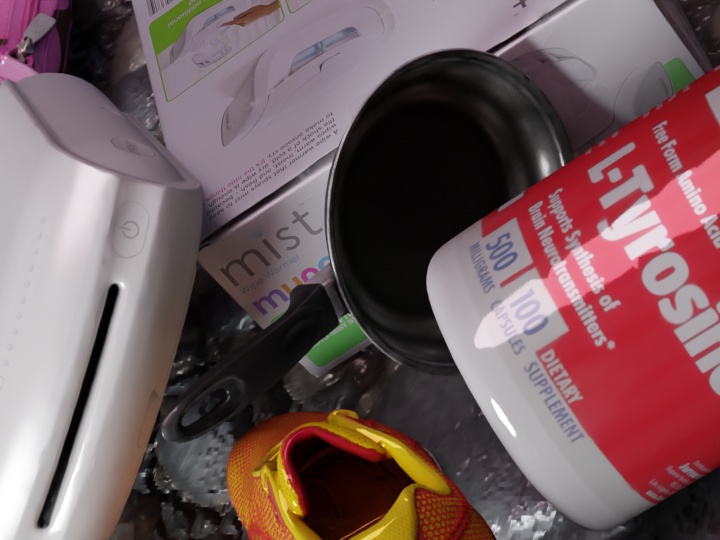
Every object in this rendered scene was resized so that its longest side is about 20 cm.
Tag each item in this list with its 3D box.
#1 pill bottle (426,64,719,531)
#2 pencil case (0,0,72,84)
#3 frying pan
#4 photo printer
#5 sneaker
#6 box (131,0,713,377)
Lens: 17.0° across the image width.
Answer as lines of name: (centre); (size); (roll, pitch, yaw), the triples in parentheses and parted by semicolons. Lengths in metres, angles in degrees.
pill bottle: (0.131, -0.010, 0.790); (0.200, 0.112, 0.113); (-33, 41, 13)
pencil case: (-0.173, -0.137, 1.176); (0.094, 0.090, 0.201); (124, 154, -45)
frying pan: (0.011, 0.009, 0.842); (0.031, 0.115, 0.190); (7, 59, 53)
photo printer: (-0.120, 0.019, 0.925); (0.200, 0.069, 0.167); (-136, 63, -69)
sneaker: (-0.004, 0.074, 0.839); (0.073, 0.077, 0.200); (-40, 20, -12)
box: (0.021, -0.089, 0.963); (0.200, 0.097, 0.177); (-33, 42, 12)
